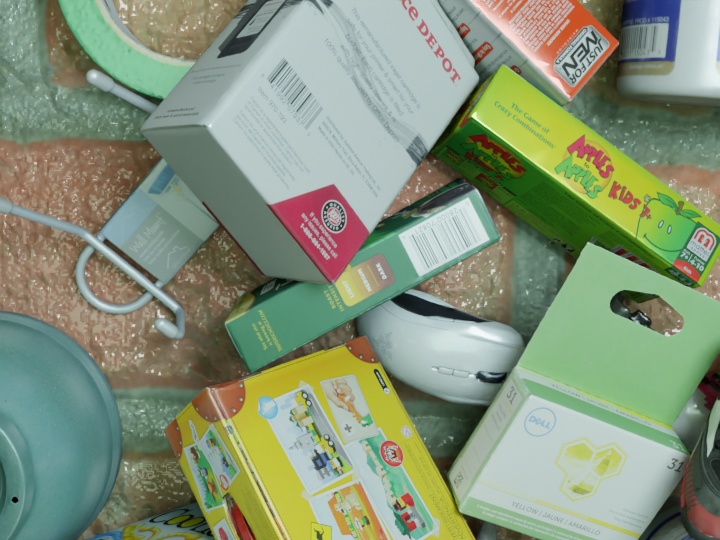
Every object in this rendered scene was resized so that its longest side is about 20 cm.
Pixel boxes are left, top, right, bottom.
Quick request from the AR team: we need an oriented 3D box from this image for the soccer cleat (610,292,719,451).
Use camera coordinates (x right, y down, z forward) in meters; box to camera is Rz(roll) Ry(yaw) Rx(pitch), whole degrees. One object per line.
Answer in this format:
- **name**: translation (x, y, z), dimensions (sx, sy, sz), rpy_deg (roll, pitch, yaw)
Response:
- **soccer cleat**: translation (0.228, 0.102, 0.891), dimensions (0.200, 0.070, 0.087), rpy_deg (41, 106, 0)

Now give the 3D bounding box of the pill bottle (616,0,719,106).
- **pill bottle**: translation (0.249, -0.221, 0.826), dimensions (0.118, 0.120, 0.203), rpy_deg (4, 96, -1)

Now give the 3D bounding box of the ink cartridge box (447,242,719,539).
- **ink cartridge box**: translation (0.169, 0.099, 0.816), dimensions (0.144, 0.048, 0.201), rpy_deg (22, 111, -20)

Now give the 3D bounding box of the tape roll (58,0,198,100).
- **tape roll**: translation (-0.123, -0.224, 0.859), dimensions (0.198, 0.048, 0.203), rpy_deg (0, 97, -1)

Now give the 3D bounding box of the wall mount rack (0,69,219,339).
- **wall mount rack**: translation (-0.158, -0.050, 0.842), dimensions (0.173, 0.075, 0.200), rpy_deg (39, 104, -19)

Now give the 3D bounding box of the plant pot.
- **plant pot**: translation (-0.284, 0.138, 0.851), dimensions (0.197, 0.134, 0.203), rpy_deg (0, 96, -1)

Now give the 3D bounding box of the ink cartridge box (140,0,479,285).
- **ink cartridge box**: translation (-0.027, -0.115, 0.791), dimensions (0.146, 0.083, 0.201), rpy_deg (51, 61, -31)

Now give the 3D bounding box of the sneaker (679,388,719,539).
- **sneaker**: translation (0.268, 0.097, 0.786), dimensions (0.070, 0.201, 0.099), rpy_deg (17, 141, 31)

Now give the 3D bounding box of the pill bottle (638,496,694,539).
- **pill bottle**: translation (0.255, 0.231, 0.831), dimensions (0.110, 0.200, 0.114), rpy_deg (0, 96, -1)

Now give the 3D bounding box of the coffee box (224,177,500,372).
- **coffee box**: translation (0.000, 0.000, 0.846), dimensions (0.198, 0.123, 0.044), rpy_deg (-28, 97, 4)

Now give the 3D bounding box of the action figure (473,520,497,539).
- **action figure**: translation (0.067, 0.262, 0.883), dimensions (0.199, 0.105, 0.194), rpy_deg (35, 94, -1)

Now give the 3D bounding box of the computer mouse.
- **computer mouse**: translation (0.084, 0.073, 0.867), dimensions (0.198, 0.044, 0.111), rpy_deg (17, 120, 12)

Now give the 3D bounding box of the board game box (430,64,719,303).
- **board game box**: translation (0.155, -0.057, 0.845), dimensions (0.199, 0.102, 0.048), rpy_deg (35, 76, -5)

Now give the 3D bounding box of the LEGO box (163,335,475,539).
- **LEGO box**: translation (-0.021, 0.163, 0.809), dimensions (0.077, 0.148, 0.201), rpy_deg (-44, 69, 45)

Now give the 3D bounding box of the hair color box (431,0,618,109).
- **hair color box**: translation (0.078, -0.197, 0.832), dimensions (0.200, 0.101, 0.061), rpy_deg (44, 78, -5)

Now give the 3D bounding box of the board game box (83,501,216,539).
- **board game box**: translation (-0.146, 0.241, 0.834), dimensions (0.198, 0.103, 0.106), rpy_deg (-13, 97, -32)
